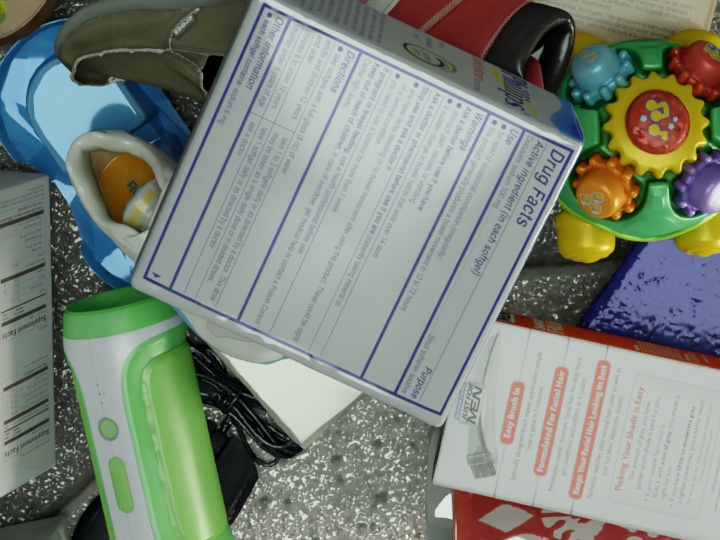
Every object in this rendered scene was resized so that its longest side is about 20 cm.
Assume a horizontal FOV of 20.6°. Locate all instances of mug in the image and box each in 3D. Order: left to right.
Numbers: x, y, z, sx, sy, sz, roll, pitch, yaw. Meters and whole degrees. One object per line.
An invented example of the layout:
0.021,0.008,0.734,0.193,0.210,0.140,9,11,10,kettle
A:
0.152,0.155,1.345,0.198,0.134,0.179,0,131,-6,mug

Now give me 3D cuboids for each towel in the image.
0.245,0.056,1.298,0.199,0.050,0.148,36,99,-1,towel

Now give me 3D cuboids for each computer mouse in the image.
-0.135,0.156,1.381,0.138,0.053,0.201,31,100,-9,computer mouse

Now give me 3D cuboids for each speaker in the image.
-0.139,0.114,1.307,0.088,0.088,0.202,-11,101,1,speaker

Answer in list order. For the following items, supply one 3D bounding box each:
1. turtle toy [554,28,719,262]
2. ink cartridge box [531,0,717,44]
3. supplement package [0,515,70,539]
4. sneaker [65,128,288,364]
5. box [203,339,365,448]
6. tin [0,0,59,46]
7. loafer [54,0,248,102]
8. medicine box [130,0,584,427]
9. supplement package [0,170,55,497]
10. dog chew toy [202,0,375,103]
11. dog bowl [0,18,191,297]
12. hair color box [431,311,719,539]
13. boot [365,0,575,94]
0.199,-0.084,1.220,0.198,0.101,0.147,-3,83,-1,turtle toy
0.130,-0.188,1.302,0.198,0.075,0.166,14,101,-4,ink cartridge box
-0.245,0.287,1.346,0.120,0.120,0.202,-12,98,3,supplement package
-0.109,-0.014,1.231,0.200,0.081,0.077,38,90,26,sneaker
0.000,0.000,1.313,0.200,0.128,0.109,-41,100,7,box
-0.228,-0.241,1.274,0.111,0.042,0.202,19,90,11,tin
-0.104,-0.133,1.201,0.199,0.075,0.070,-8,84,34,loafer
-0.002,-0.044,1.119,0.199,0.103,0.183,24,107,-6,medicine box
-0.298,0.043,1.279,0.150,0.151,0.202,5,103,21,supplement package
-0.049,-0.133,1.276,0.123,0.125,0.202,15,95,-5,dog chew toy
-0.162,-0.077,1.330,0.111,0.050,0.201,-34,101,5,dog bowl
0.152,0.098,1.254,0.198,0.064,0.112,12,97,1,hair color box
0.037,-0.092,1.193,0.201,0.144,0.072,-53,142,-4,boot
